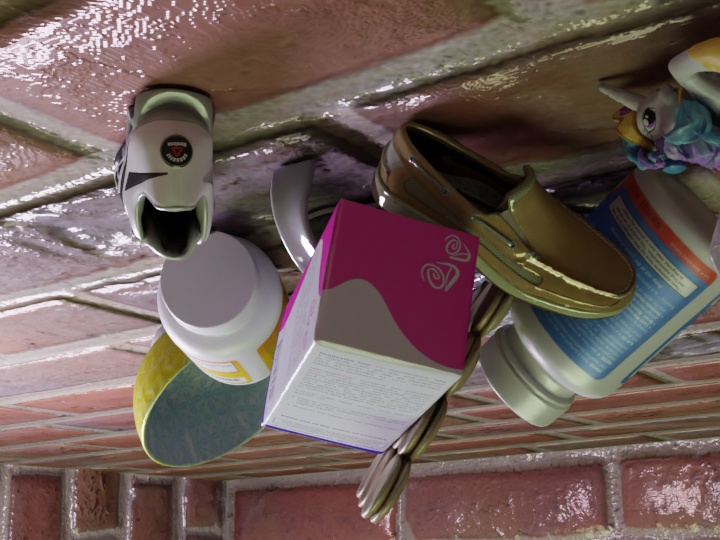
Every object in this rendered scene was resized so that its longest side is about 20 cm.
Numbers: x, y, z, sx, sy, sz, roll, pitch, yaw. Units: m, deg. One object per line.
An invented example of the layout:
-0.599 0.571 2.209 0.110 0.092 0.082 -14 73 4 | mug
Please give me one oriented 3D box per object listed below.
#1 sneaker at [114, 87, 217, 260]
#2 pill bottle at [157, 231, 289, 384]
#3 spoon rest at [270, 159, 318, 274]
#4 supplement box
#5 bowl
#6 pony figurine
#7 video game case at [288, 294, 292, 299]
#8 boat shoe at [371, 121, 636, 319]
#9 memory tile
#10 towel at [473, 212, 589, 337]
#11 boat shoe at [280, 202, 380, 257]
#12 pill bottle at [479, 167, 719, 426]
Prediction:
-0.135 -0.045 0.771 0.073 0.090 0.200 -1 167 -8 | sneaker
-0.121 0.032 1.012 0.109 0.113 0.200 -2 165 2 | pill bottle
0.000 0.000 0.867 0.098 0.061 0.200 -11 139 39 | spoon rest
0.001 0.047 0.787 0.102 0.103 0.200 14 155 -8 | supplement box
-0.176 0.109 1.249 0.198 0.108 0.202 -27 144 -21 | bowl
0.239 -0.077 0.624 0.191 0.168 0.200 32 165 -1 | pony figurine
0.027 0.038 1.224 0.180 0.022 0.198 12 160 -42 | video game case
0.103 -0.036 0.757 0.197 0.072 0.077 25 143 0 | boat shoe
0.056 0.093 0.841 0.017 0.202 0.153 31 174 0 | memory tile
0.146 0.012 1.017 0.163 0.087 0.200 4 164 -22 | towel
0.013 -0.023 0.925 0.197 0.058 0.066 -12 162 33 | boat shoe
0.184 0.025 0.856 0.111 0.113 0.200 15 126 -48 | pill bottle
